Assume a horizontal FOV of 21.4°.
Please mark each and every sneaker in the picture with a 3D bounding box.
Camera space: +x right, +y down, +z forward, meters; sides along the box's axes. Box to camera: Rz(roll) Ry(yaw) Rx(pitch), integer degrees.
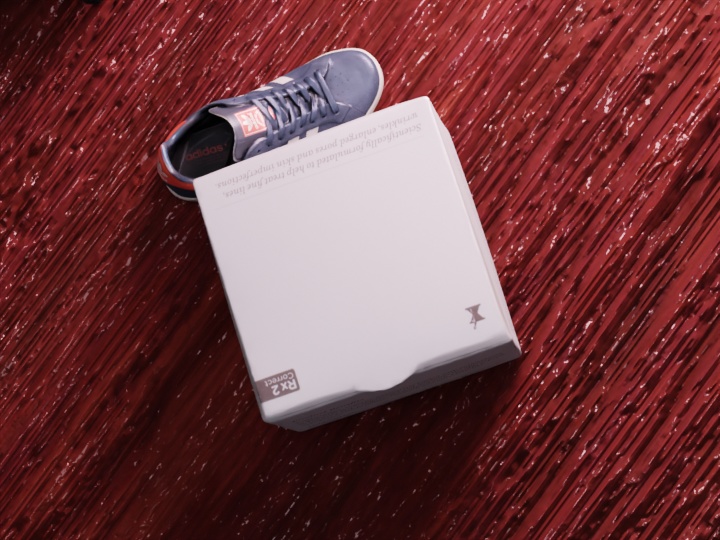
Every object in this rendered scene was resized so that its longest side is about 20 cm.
[{"bbox_3d":[-0.073,-0.118,1.521,0.199,0.085,0.075,-31,79,3],"label":"sneaker"}]

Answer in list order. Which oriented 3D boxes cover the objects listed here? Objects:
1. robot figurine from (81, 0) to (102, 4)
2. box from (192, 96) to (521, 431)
[{"bbox_3d":[-0.268,-0.312,1.555,0.150,0.125,0.200,-34,77,-30],"label":"robot figurine"},{"bbox_3d":[0.000,0.000,1.471,0.198,0.131,0.201,-19,80,5],"label":"box"}]
